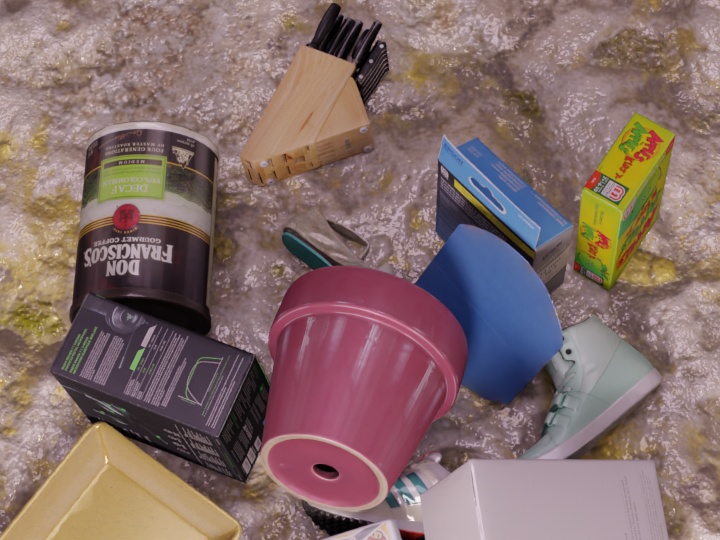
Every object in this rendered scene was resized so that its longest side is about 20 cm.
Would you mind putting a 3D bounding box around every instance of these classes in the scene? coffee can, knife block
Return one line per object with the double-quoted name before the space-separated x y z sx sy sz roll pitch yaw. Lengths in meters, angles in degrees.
"coffee can" -0.226 -0.036 1.734 0.146 0.146 0.200 -1 67 4
"knife block" -0.057 -0.206 1.835 0.200 0.064 0.176 -19 66 -3

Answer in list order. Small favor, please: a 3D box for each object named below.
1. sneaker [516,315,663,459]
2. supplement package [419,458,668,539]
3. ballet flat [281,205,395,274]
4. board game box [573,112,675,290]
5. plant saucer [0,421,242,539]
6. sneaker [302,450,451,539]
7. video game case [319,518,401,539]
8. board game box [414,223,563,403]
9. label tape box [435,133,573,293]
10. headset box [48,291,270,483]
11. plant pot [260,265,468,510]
"sneaker" 0.197 0.131 1.664 0.200 0.074 0.118 -37 75 -21
"supplement package" 0.175 0.250 1.553 0.200 0.121 0.120 3 66 -23
"ballet flat" 0.000 0.000 1.744 0.062 0.067 0.200 -40 70 -22
"board game box" 0.267 -0.067 1.674 0.048 0.200 0.102 31 73 16
"plant saucer" -0.249 0.286 1.653 0.200 0.048 0.200 34 75 17
"sneaker" 0.044 0.227 1.647 0.199 0.070 0.094 8 61 6
"video game case" -0.024 0.360 1.574 0.182 0.023 0.200 -19 76 14
"board game box" 0.136 0.040 1.663 0.039 0.200 0.158 -32 75 -38
"label tape box" 0.147 -0.058 1.680 0.066 0.200 0.143 -39 69 -18
"headset box" -0.199 0.118 1.652 0.200 0.174 0.093 19 71 14
"plant pot" -0.009 0.125 1.595 0.200 0.200 0.179 13 52 10
